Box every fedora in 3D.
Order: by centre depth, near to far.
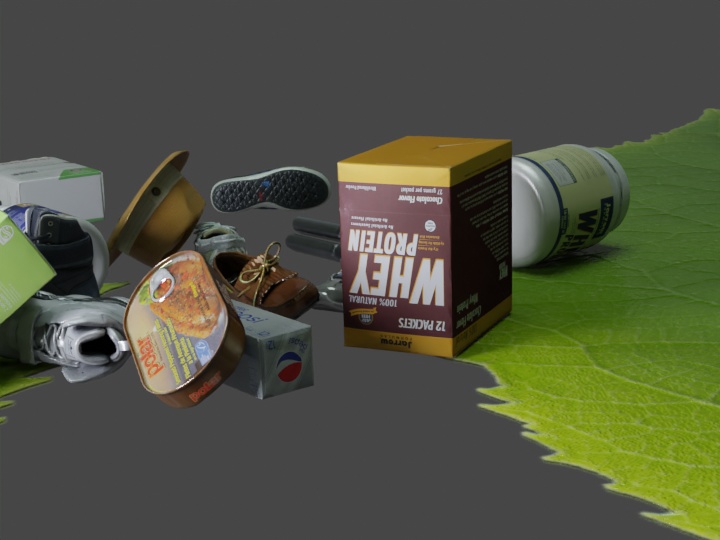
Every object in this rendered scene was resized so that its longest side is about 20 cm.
[{"bbox_3d":[-0.272,-0.068,1.846,0.081,0.202,0.201,34,16,-2],"label":"fedora"}]

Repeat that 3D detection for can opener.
[{"bbox_3d":[-0.019,-0.031,1.853,0.067,0.054,0.199,29,-10,-41],"label":"can opener"}]

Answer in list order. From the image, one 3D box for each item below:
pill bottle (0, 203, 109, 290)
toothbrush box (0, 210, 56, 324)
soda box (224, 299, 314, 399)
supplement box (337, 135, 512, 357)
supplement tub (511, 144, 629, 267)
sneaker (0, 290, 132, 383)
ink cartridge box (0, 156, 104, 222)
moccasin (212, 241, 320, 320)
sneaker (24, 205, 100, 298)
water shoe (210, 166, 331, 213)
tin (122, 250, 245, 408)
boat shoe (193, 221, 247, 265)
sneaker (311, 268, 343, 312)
[{"bbox_3d":[-0.411,-0.023,1.709,0.115,0.118,0.199,-13,17,-37],"label":"pill bottle"},{"bbox_3d":[-0.430,0.026,1.390,0.200,0.087,0.145,-43,28,-16],"label":"toothbrush box"},{"bbox_3d":[-0.132,0.074,1.387,0.068,0.064,0.199,-13,17,-38],"label":"soda box"},{"bbox_3d":[0.076,-0.033,1.493,0.131,0.203,0.197,5,15,25],"label":"supplement box"},{"bbox_3d":[0.258,-0.091,1.818,0.144,0.147,0.198,11,19,44],"label":"supplement tub"},{"bbox_3d":[-0.322,0.068,1.415,0.197,0.076,0.115,0,11,-6],"label":"sneaker"},{"bbox_3d":[-0.524,-0.127,2.205,0.144,0.086,0.199,-11,16,-33],"label":"ink cartridge box"},{"bbox_3d":[-0.114,0.012,1.569,0.073,0.078,0.201,-33,25,-17],"label":"moccasin"},{"bbox_3d":[-0.397,0.004,1.543,0.200,0.149,0.077,-13,19,-33],"label":"sneaker"},{"bbox_3d":[-0.147,-0.136,2.213,0.197,0.073,0.079,-3,12,-4],"label":"water shoe"},{"bbox_3d":[-0.176,0.058,1.338,0.111,0.042,0.201,-37,37,4],"label":"tin"},{"bbox_3d":[-0.188,-0.035,1.825,0.073,0.066,0.202,-4,13,-8],"label":"boat shoe"},{"bbox_3d":[0.000,0.000,1.621,0.074,0.083,0.199,5,16,28],"label":"sneaker"}]
